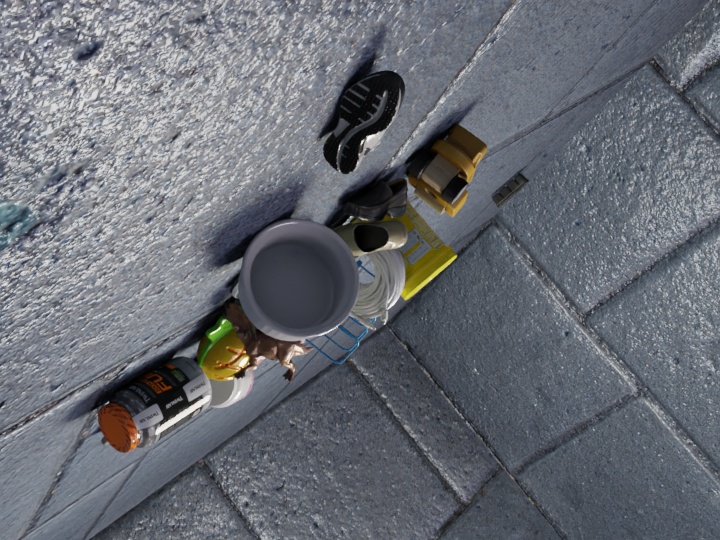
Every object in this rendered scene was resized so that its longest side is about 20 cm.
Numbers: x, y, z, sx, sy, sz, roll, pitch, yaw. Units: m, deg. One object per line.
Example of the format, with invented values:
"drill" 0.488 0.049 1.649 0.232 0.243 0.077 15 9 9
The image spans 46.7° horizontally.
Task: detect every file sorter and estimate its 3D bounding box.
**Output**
"file sorter" -0.031 0.104 2.005 0.200 0.123 0.139 -53 -178 -42

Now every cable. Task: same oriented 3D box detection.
"cable" 0.000 0.000 1.741 0.069 0.199 0.201 -35 150 -60

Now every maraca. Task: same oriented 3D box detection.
"maraca" -0.265 0.147 1.669 0.137 0.107 0.200 -30 152 -35

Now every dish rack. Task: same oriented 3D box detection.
"dish rack" 0.567 -0.299 3.157 0.153 0.055 0.200 -41 172 9

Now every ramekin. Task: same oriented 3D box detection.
"ramekin" -0.111 0.023 1.399 0.200 0.201 0.098 -36 178 -25

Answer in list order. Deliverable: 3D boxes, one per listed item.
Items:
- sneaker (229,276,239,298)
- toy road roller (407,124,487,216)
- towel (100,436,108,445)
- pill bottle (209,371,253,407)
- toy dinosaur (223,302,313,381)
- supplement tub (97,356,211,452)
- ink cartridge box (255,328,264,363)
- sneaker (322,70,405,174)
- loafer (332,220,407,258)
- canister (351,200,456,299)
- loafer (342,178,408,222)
"sneaker" -0.129 0.018 1.524 0.200 0.121 0.084 -37 170 -12
"toy road roller" 0.188 -0.212 1.741 0.146 0.123 0.200 -50 172 -7
"towel" -0.456 0.281 1.796 0.200 0.035 0.192 -46 173 22
"pill bottle" -0.316 0.254 1.911 0.113 0.113 0.200 -40 176 0
"toy dinosaur" -0.168 0.135 1.591 0.199 0.086 0.136 8 124 -21
"supplement tub" -0.395 0.259 1.604 0.200 0.123 0.123 -32 168 -47
"ink cartridge box" -0.212 0.133 1.882 0.200 0.083 0.147 -40 172 -1
"sneaker" 0.009 -0.216 1.148 0.080 0.074 0.200 -52 -176 -33
"loafer" -0.009 -0.062 1.640 0.199 0.076 0.068 -13 174 22
"canister" 0.088 -0.060 1.796 0.148 0.200 0.087 -40 172 3
"loafer" 0.030 -0.142 1.632 0.200 0.073 0.073 -22 131 -59
